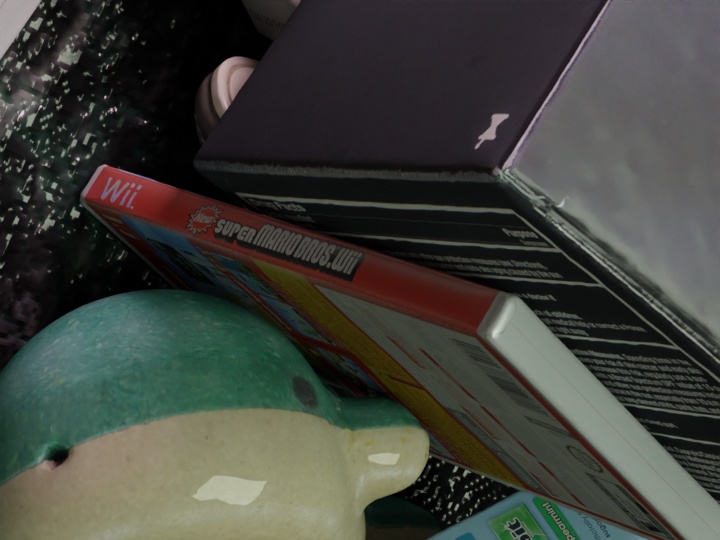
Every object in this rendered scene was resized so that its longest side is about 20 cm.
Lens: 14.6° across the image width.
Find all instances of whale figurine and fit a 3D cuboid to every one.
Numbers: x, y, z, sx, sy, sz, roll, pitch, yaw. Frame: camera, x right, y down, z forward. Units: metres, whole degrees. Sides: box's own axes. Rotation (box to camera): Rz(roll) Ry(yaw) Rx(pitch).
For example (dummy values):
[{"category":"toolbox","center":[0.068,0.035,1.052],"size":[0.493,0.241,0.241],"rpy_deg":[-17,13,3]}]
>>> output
[{"category":"whale figurine","center":[-0.050,0.069,0.951],"size":[0.159,0.104,0.200],"rpy_deg":[-26,155,22]}]

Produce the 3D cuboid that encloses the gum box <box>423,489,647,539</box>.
[{"category":"gum box","center":[-0.002,0.154,0.997],"size":[0.200,0.045,0.170],"rpy_deg":[-25,159,-29]}]

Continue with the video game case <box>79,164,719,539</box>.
[{"category":"video game case","center":[0.013,0.028,0.909],"size":[0.143,0.200,0.017],"rpy_deg":[44,72,-41]}]

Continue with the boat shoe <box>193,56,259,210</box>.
[{"category":"boat shoe","center":[0.000,0.000,0.981],"size":[0.057,0.067,0.200],"rpy_deg":[-31,133,26]}]

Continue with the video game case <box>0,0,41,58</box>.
[{"category":"video game case","center":[-0.186,-0.099,0.817],"size":[0.200,0.023,0.182],"rpy_deg":[39,82,-43]}]

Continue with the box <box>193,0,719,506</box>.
[{"category":"box","center":[0.089,-0.021,0.857],"size":[0.198,0.200,0.123],"rpy_deg":[38,76,-25]}]

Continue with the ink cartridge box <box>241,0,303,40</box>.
[{"category":"ink cartridge box","center":[0.013,-0.198,0.921],"size":[0.200,0.044,0.174],"rpy_deg":[-42,128,-17]}]
